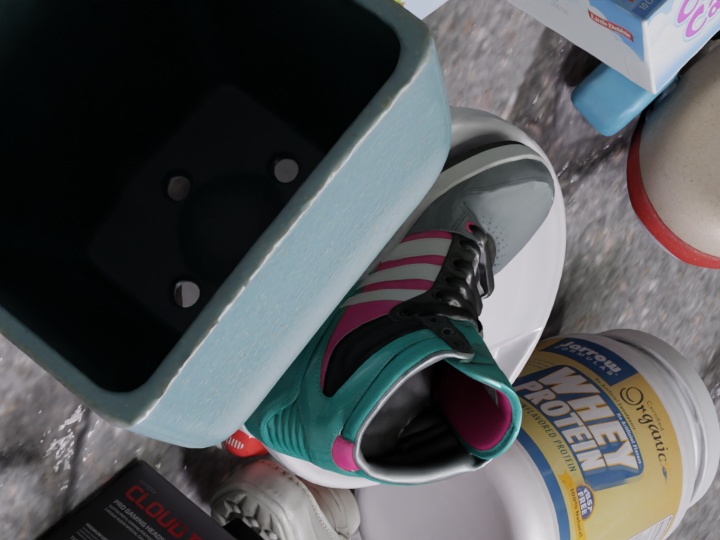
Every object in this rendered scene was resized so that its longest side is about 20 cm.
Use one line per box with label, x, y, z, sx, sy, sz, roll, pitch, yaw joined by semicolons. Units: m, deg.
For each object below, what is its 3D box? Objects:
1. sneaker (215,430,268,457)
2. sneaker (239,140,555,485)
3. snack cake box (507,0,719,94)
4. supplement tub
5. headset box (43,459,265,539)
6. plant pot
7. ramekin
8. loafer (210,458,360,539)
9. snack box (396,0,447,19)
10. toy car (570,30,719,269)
sneaker;0.002;0.065;1.617;0.200;0.085;0.077;-16;135;-50
sneaker;0.042;0.027;1.387;0.200;0.121;0.084;-41;137;-17
snack cake box;0.170;-0.200;1.543;0.200;0.115;0.067;-45;151;-16
supplement tub;0.109;0.121;1.787;0.200;0.145;0.145;-23;140;-45
headset box;-0.116;0.204;1.524;0.200;0.149;0.077;-39;150;-24
plant pot;-0.078;-0.043;1.266;0.196;0.196;0.200;-52;160;-3
ramekin;0.000;0.000;1.494;0.202;0.094;0.203;-24;130;-32
loafer;-0.037;0.137;1.651;0.070;0.070;0.200;-49;168;-13
snack box;0.017;-0.200;1.369;0.142;0.053;0.200;-39;150;-29
toy car;0.212;-0.061;1.765;0.177;0.184;0.200;-42;179;-21
